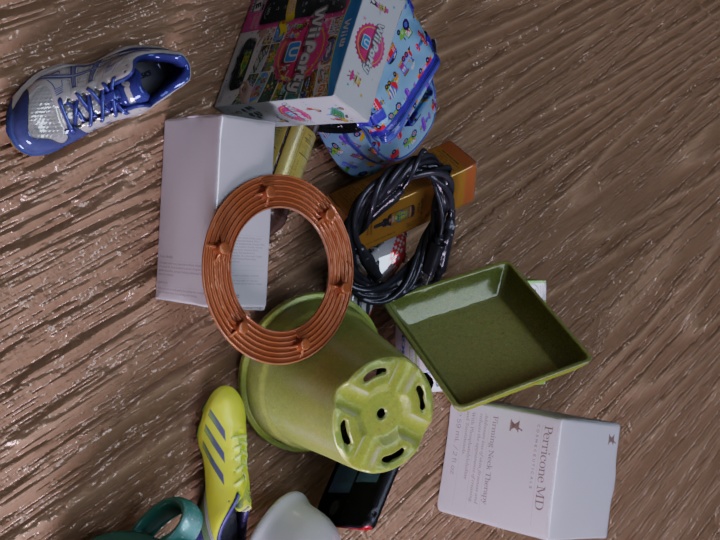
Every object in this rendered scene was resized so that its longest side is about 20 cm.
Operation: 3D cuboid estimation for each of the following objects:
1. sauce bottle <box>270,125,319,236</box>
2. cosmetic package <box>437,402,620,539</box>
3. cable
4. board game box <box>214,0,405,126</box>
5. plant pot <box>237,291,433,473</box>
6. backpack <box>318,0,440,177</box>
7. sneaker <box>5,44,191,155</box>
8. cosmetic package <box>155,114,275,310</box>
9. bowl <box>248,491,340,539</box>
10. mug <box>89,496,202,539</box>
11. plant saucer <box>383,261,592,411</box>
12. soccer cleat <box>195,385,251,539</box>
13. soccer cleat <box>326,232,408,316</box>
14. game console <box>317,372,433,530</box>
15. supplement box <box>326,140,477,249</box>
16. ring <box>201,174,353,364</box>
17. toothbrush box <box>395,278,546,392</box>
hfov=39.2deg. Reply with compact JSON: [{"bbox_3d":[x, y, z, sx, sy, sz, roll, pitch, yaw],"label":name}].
[{"bbox_3d":[-0.107,-0.094,1.182,0.064,0.064,0.202,33,71,-42],"label":"sauce bottle"},{"bbox_3d":[0.246,0.287,1.475,0.165,0.198,0.170,13,83,-45],"label":"cosmetic package"},{"bbox_3d":[0.046,-0.056,1.236,0.161,0.051,0.202,-6,122,-27],"label":"cable"},{"bbox_3d":[-0.058,-0.239,1.122,0.064,0.198,0.150,30,72,-44],"label":"board game box"},{"bbox_3d":[-0.016,0.142,1.170,0.198,0.184,0.204,-7,104,-28],"label":"plant pot"},{"bbox_3d":[0.022,-0.219,1.257,0.183,0.133,0.201,-54,130,-28],"label":"backpack"},{"bbox_3d":[-0.257,-0.178,1.003,0.200,0.087,0.076,-40,122,-35],"label":"sneaker"},{"bbox_3d":[-0.158,-0.063,1.097,0.080,0.112,0.203,4,92,-44],"label":"cosmetic package"},{"bbox_3d":[-0.070,0.370,1.184,0.201,0.089,0.204,15,90,-69],"label":"bowl"},{"bbox_3d":[-0.234,0.339,1.045,0.184,0.113,0.154,-34,116,-40],"label":"mug"},{"bbox_3d":[0.154,0.090,1.276,0.198,0.200,0.048,-16,136,-21],"label":"plant saucer"},{"bbox_3d":[-0.146,0.234,1.149,0.064,0.083,0.203,5,89,-45],"label":"soccer cleat"},{"bbox_3d":[0.000,0.000,1.297,0.085,0.068,0.202,40,70,-44],"label":"soccer cleat"},{"bbox_3d":[0.015,0.225,1.258,0.031,0.177,0.202,28,70,-11],"label":"game console"},{"bbox_3d":[0.054,-0.094,1.294,0.198,0.069,0.067,-26,140,-25],"label":"supplement box"},{"bbox_3d":[-0.080,-0.001,1.075,0.198,0.019,0.204,1,88,-39],"label":"ring"},{"bbox_3d":[0.152,0.085,1.398,0.197,0.086,0.148,0,92,-22],"label":"toothbrush box"}]
